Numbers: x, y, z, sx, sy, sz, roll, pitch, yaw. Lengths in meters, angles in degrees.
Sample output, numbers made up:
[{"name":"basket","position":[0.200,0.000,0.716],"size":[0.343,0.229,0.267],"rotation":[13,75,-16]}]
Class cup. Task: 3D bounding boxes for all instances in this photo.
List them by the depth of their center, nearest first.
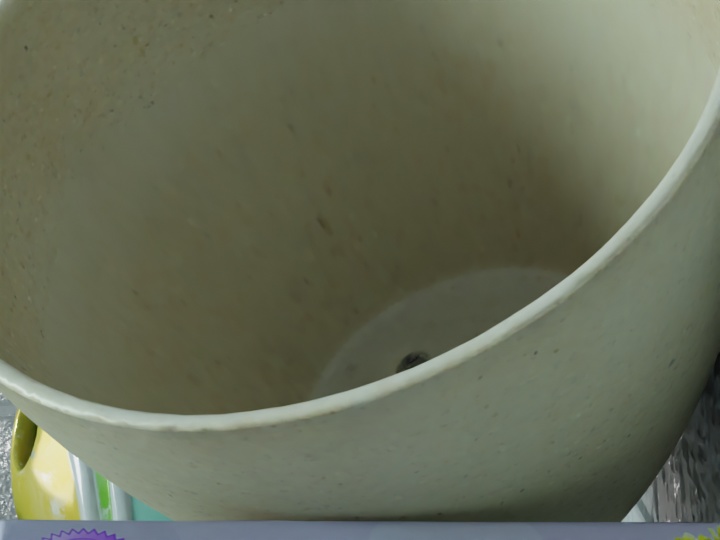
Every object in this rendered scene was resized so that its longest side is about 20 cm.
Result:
[{"name":"cup","position":[0.010,-0.001,0.579],"size":[0.143,0.200,0.201],"rotation":[64,-168,-45]}]

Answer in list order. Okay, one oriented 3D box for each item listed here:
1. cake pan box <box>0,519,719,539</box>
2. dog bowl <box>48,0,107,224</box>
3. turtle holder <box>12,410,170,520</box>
[{"name":"cake pan box","position":[0.007,0.144,0.538],"size":[0.052,0.183,0.201],"rotation":[-95,7,-54]},{"name":"dog bowl","position":[-0.047,-0.057,0.709],"size":[0.074,0.200,0.201],"rotation":[8,104,36]},{"name":"turtle holder","position":[-0.082,0.078,0.924],"size":[0.141,0.185,0.132],"rotation":[-87,-25,-62]}]
